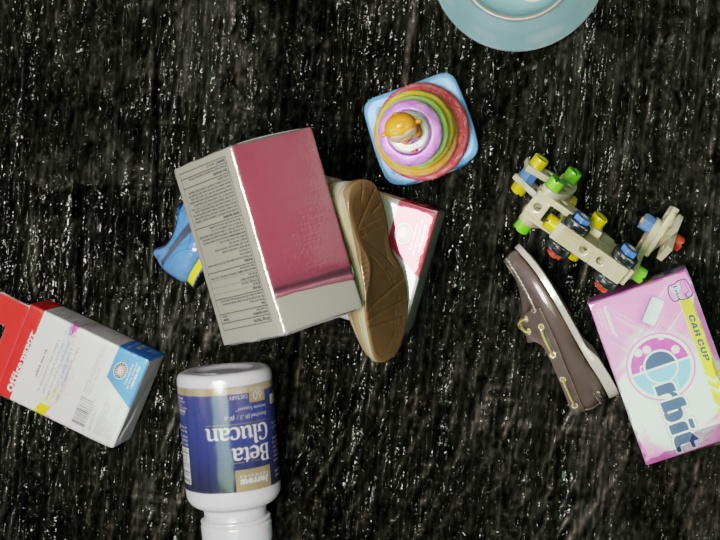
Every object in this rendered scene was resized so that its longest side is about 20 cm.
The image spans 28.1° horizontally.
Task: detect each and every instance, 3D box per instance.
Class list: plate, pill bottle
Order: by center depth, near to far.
[{"bbox_3d":[0.175,-0.344,1.591,0.199,0.026,0.202,1,94,9],"label":"plate"},{"bbox_3d":[-0.148,0.212,1.647,0.110,0.111,0.201,-4,94,10],"label":"pill bottle"}]

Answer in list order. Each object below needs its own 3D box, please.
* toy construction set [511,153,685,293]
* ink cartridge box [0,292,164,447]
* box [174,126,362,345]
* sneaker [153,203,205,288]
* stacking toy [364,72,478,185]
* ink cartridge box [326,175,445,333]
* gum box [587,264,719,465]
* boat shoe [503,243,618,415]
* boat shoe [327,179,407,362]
[{"bbox_3d":[0.253,-0.048,1.558,0.199,0.131,0.093,21,115,2],"label":"toy construction set"},{"bbox_3d":[-0.348,0.112,1.695,0.199,0.067,0.117,25,98,7],"label":"ink cartridge box"},{"bbox_3d":[-0.097,-0.035,1.510,0.128,0.109,0.201,-12,95,55],"label":"box"},{"bbox_3d":[-0.167,-0.079,1.650,0.078,0.066,0.201,36,100,9],"label":"sneaker"},{"bbox_3d":[0.056,-0.150,1.537,0.115,0.200,0.110,-19,91,10],"label":"stacking toy"},{"bbox_3d":[-0.022,-0.027,1.620,0.199,0.083,0.146,17,98,8],"label":"ink cartridge box"},{"bbox_3d":[0.337,0.107,1.578,0.113,0.066,0.201,-20,91,12],"label":"gum box"},{"bbox_3d":[0.211,0.066,1.596,0.059,0.072,0.201,-32,95,8],"label":"boat shoe"},{"bbox_3d":[0.000,0.000,1.548,0.064,0.071,0.201,1,105,43],"label":"boat shoe"}]
